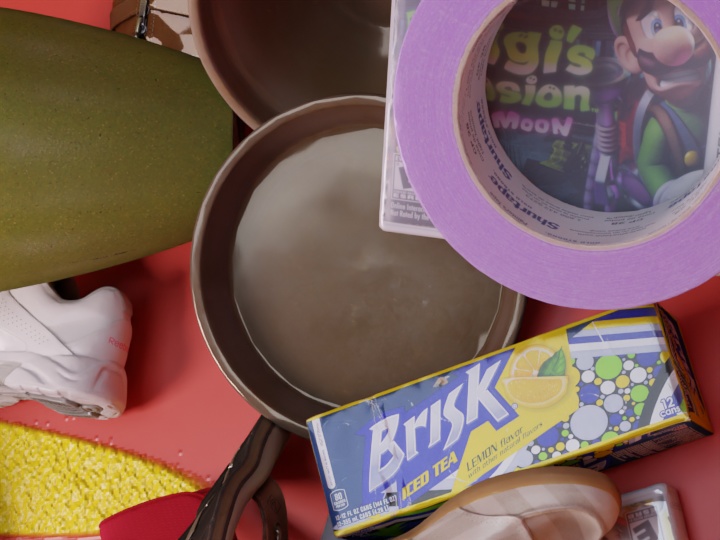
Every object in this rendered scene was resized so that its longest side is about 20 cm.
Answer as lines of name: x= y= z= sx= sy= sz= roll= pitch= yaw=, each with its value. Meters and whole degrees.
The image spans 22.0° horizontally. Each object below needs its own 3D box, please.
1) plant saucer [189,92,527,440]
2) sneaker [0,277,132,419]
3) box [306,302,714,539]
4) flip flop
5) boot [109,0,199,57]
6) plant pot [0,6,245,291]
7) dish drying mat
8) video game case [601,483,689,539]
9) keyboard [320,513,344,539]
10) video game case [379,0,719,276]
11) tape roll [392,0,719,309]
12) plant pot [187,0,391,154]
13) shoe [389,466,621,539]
plant saucer: x=0.000 y=0.000 z=1.051 sx=0.200 sy=0.029 sz=0.200 roll=1 pitch=92 yaw=17
sneaker: x=-0.224 y=0.037 z=1.197 sx=0.200 sy=0.078 sz=0.099 roll=7 pitch=71 yaw=27
box: x=0.077 y=0.083 z=0.977 sx=0.200 sy=0.064 sz=0.070 roll=-21 pitch=70 yaw=16
flip flop: x=-0.067 y=0.150 z=1.016 sx=0.058 sy=0.200 sz=0.081 roll=37 pitch=117 yaw=-4
boot: x=-0.085 y=-0.203 z=1.161 sx=0.200 sy=0.077 sz=0.155 roll=-6 pitch=67 yaw=36
plant pot: x=-0.173 y=-0.073 z=1.124 sx=0.200 sy=0.187 sz=0.187 roll=0 pitch=74 yaw=1
dish drying mat: x=-0.095 y=0.191 z=1.030 sx=0.077 sy=0.018 sz=0.200 roll=-17 pitch=35 yaw=-7
video game case: x=0.093 y=0.225 z=0.969 sx=0.200 sy=0.023 sz=0.182 roll=-21 pitch=66 yaw=25
keyboard: x=-0.010 y=0.193 z=1.005 sx=0.056 sy=0.011 sz=0.200 roll=4 pitch=56 yaw=23
video game case: x=0.111 y=-0.096 z=0.966 sx=0.200 sy=0.023 sz=0.182 roll=8 pitch=108 yaw=15
tape roll: x=0.120 y=-0.085 z=0.921 sx=0.200 sy=0.066 sz=0.200 roll=5 pitch=108 yaw=14
plant pot: x=0.008 y=-0.163 z=1.063 sx=0.201 sy=0.201 sz=0.093 roll=-20 pitch=26 yaw=26
shoe: x=0.045 y=0.158 z=0.953 sx=0.200 sy=0.070 sz=0.053 roll=-24 pitch=46 yaw=21
